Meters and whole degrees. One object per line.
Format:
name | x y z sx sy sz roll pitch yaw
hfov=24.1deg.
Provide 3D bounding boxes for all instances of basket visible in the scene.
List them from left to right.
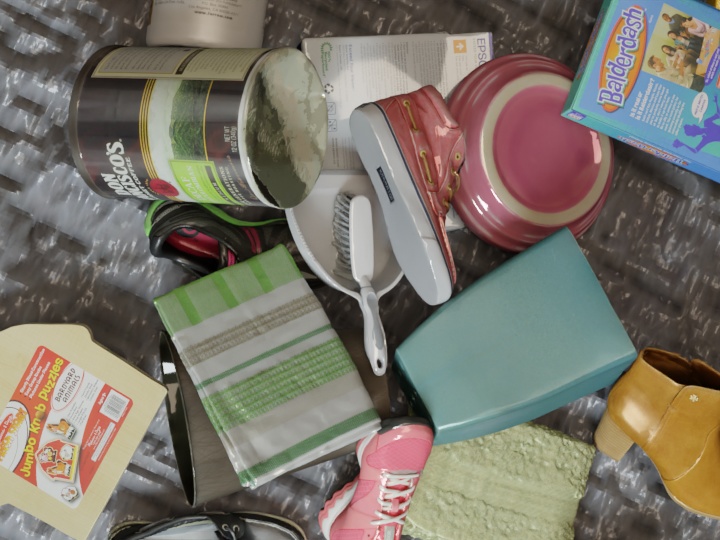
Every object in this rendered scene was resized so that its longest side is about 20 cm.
basket | -0.080 0.127 1.615 0.198 0.137 0.182 -8 53 -13

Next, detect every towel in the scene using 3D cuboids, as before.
towel | -0.086 0.087 1.548 0.148 0.031 0.201 -22 73 -25
towel | 0.129 0.212 1.688 0.198 0.036 0.150 16 85 -6

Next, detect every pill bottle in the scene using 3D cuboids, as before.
pill bottle | -0.140 -0.306 1.638 0.113 0.114 0.202 9 86 -7

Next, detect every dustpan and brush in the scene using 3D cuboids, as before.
dustpan and brush | 0.000 0.000 1.603 0.138 0.057 0.202 -2 86 -30

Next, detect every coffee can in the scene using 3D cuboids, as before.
coffee can | -0.150 -0.136 1.568 0.198 0.146 0.148 4 86 29

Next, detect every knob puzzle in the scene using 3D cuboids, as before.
knob puzzle | -0.309 0.137 1.629 0.217 0.030 0.222 1 98 7

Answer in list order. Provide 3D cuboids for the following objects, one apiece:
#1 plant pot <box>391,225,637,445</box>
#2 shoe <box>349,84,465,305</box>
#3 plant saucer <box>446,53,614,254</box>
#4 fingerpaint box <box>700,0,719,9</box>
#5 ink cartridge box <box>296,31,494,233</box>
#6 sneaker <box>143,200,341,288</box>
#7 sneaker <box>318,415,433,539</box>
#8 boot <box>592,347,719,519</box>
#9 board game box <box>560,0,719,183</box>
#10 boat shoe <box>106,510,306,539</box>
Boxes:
plant pot | 0.137 0.078 1.627 0.199 0.141 0.142 -26 78 -9
shoe | 0.067 -0.075 1.595 0.090 0.071 0.202 -21 88 -24
plant saucer | 0.174 -0.118 1.676 0.198 0.051 0.203 2 85 -24
fingerpaint box | 0.427 -0.219 1.729 0.165 0.073 0.202 7 86 -7
ink cartridge box | 0.041 -0.136 1.689 0.198 0.041 0.202 -3 88 -11
sneaker | -0.115 -0.013 1.633 0.198 0.084 0.077 12 128 -4
sneaker | 0.026 0.220 1.599 0.073 0.201 0.087 4 44 -25
boot | 0.338 0.162 1.662 0.200 0.145 0.071 26 44 -1
board game box | 0.316 -0.187 1.656 0.198 0.045 0.153 23 85 -5
boat shoe | -0.148 0.270 1.633 0.197 0.066 0.075 6 86 -7
